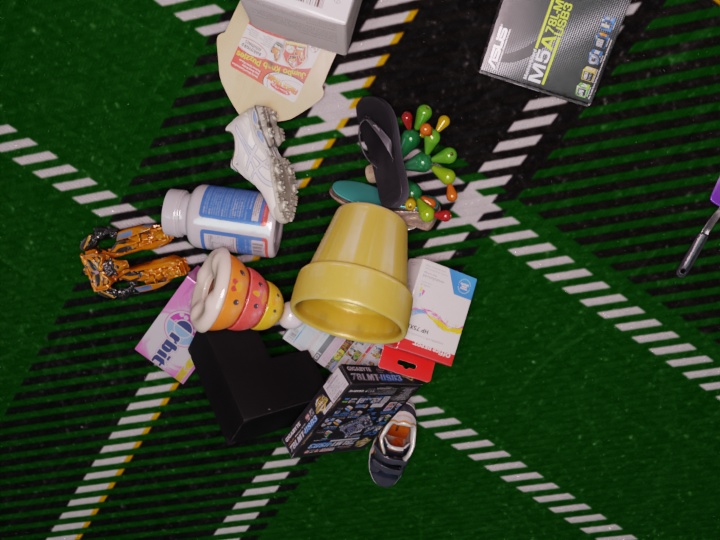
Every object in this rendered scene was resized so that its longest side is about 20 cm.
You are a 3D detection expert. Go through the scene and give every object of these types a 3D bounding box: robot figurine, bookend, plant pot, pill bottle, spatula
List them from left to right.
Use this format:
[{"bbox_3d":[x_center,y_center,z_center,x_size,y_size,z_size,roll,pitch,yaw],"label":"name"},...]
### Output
[{"bbox_3d":[-0.425,-0.019,1.288,0.197,0.058,0.147,-14,107,8],"label":"robot figurine"},{"bbox_3d":[-0.238,-0.090,1.221,0.197,0.112,0.114,9,110,1],"label":"pill bottle"},{"bbox_3d":[-0.177,0.182,1.259,0.201,0.197,0.092,59,136,24],"label":"bookend"},{"bbox_3d":[0.000,0.000,1.167,0.198,0.201,0.191,15,68,-1],"label":"plant pot"},{"bbox_3d":[0.604,-0.075,1.208,0.056,0.021,0.202,26,112,9],"label":"spatula"}]

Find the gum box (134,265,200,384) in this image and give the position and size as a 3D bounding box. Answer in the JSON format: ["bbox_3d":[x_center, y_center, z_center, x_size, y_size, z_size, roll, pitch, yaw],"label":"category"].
[{"bbox_3d":[-0.318,0.099,1.317,0.113,0.066,0.200,37,108,-8],"label":"gum box"}]

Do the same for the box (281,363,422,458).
[{"bbox_3d":[-0.013,0.254,1.267,0.199,0.050,0.199,9,128,-46],"label":"box"}]

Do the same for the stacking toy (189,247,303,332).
[{"bbox_3d":[-0.183,0.054,1.212,0.198,0.146,0.147,18,112,-28],"label":"stacking toy"}]

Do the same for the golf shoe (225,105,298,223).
[{"bbox_3d":[-0.166,-0.168,1.167,0.096,0.078,0.203,-16,84,20],"label":"golf shoe"}]

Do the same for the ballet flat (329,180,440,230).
[{"bbox_3d":[0.040,-0.104,1.223,0.197,0.069,0.068,12,134,2],"label":"ballet flat"}]

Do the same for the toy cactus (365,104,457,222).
[{"bbox_3d":[0.081,-0.173,1.169,0.163,0.102,0.203,-8,90,30],"label":"toy cactus"}]

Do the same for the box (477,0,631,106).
[{"bbox_3d":[0.308,-0.386,1.110,0.191,0.048,0.202,17,109,-4],"label":"box"}]

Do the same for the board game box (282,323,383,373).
[{"bbox_3d":[-0.021,0.116,1.303,0.199,0.064,0.148,36,109,-7],"label":"board game box"}]

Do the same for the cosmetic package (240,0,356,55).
[{"bbox_3d":[-0.073,-0.437,1.022,0.163,0.200,0.167,17,95,-4],"label":"cosmetic package"}]

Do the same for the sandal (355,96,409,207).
[{"bbox_3d":[0.032,-0.201,1.142,0.076,0.042,0.202,-35,64,45],"label":"sandal"}]

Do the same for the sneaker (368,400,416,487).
[{"bbox_3d":[0.060,0.355,1.373,0.077,0.080,0.202,11,111,-1],"label":"sneaker"}]

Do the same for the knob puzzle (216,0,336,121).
[{"bbox_3d":[-0.148,-0.340,1.170,0.216,0.031,0.223,1,109,3],"label":"knob puzzle"}]

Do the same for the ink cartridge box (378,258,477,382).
[{"bbox_3d":[0.116,0.092,1.229,0.115,0.067,0.202,19,85,-20],"label":"ink cartridge box"}]
